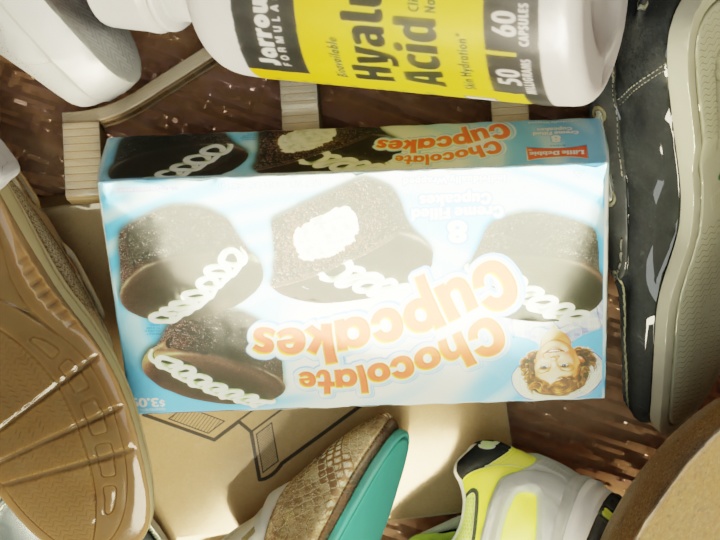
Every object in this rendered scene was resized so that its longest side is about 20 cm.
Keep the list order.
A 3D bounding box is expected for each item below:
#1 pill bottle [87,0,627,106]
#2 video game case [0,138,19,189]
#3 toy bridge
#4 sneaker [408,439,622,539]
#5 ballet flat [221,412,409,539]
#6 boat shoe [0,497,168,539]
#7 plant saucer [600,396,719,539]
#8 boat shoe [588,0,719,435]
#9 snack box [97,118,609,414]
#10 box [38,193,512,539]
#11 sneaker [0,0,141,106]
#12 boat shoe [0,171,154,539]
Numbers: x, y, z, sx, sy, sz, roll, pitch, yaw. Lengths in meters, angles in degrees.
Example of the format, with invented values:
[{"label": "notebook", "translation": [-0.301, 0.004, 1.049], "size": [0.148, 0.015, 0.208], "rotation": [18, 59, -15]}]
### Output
[{"label": "pill bottle", "translation": [-0.001, -0.126, 0.861], "size": [0.199, 0.111, 0.112], "rotation": [7, 108, 17]}, {"label": "video game case", "translation": [-0.255, -0.067, 0.881], "size": [0.182, 0.022, 0.200], "rotation": [-36, 92, 25]}, {"label": "toy bridge", "translation": [-0.024, -0.067, 0.924], "size": [0.199, 0.027, 0.068], "rotation": [-4, 85, 3]}, {"label": "sneaker", "translation": [0.043, 0.154, 0.979], "size": [0.076, 0.075, 0.200], "rotation": [36, 118, 11]}, {"label": "ballet flat", "translation": [-0.040, 0.148, 0.952], "size": [0.065, 0.070, 0.201], "rotation": [19, 88, 22]}, {"label": "boat shoe", "translation": [-0.107, 0.167, 0.977], "size": [0.072, 0.062, 0.201], "rotation": [-18, 117, 11]}, {"label": "plant saucer", "translation": [0.156, 0.118, 0.936], "size": [0.200, 0.035, 0.201], "rotation": [-24, 130, -32]}, {"label": "boat shoe", "translation": [0.124, -0.029, 0.932], "size": [0.067, 0.072, 0.201], "rotation": [17, 121, 36]}, {"label": "snack box", "translation": [0.000, 0.000, 0.910], "size": [0.199, 0.037, 0.117], "rotation": [-2, 125, 2]}, {"label": "box", "translation": [-0.040, 0.035, 0.969], "size": [0.199, 0.021, 0.164], "rotation": [-7, 107, 5]}, {"label": "sneaker", "translation": [-0.189, -0.117, 0.905], "size": [0.116, 0.074, 0.200], "rotation": [-43, 93, 16]}, {"label": "boat shoe", "translation": [-0.134, 0.021, 0.920], "size": [0.071, 0.065, 0.201], "rotation": [-20, 101, 14]}]
